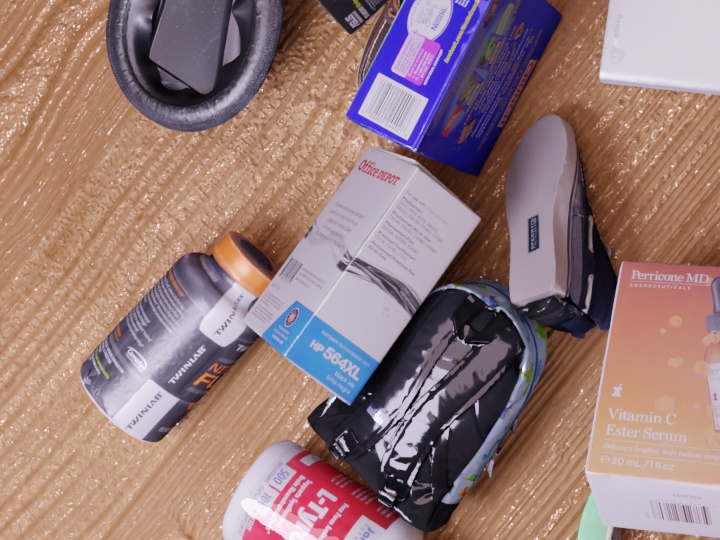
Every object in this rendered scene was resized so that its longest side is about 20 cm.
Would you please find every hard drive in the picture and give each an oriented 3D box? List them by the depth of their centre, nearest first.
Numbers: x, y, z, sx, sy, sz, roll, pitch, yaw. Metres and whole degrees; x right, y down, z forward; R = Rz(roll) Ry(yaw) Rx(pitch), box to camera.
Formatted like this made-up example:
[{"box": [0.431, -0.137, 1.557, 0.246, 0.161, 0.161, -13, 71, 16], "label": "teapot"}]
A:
[{"box": [0.316, -0.221, 1.603, 0.198, 0.026, 0.133, 8, 90, 19], "label": "hard drive"}]

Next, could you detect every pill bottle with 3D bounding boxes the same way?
[{"box": [-0.016, 0.248, 1.648, 0.199, 0.112, 0.113, 30, 97, 18], "label": "pill bottle"}, {"box": [-0.161, 0.057, 1.710, 0.200, 0.106, 0.106, -46, 75, 12], "label": "pill bottle"}]

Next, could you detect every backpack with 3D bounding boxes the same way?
[{"box": [0.076, 0.100, 1.619, 0.163, 0.153, 0.201, 40, 120, 21], "label": "backpack"}]

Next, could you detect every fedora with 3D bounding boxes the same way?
[{"box": [-0.142, -0.231, 1.723, 0.199, 0.091, 0.203, 2, 96, 23], "label": "fedora"}]

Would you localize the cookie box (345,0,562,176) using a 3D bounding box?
[{"box": [0.085, -0.179, 1.588, 0.075, 0.200, 0.172, 29, 96, 19], "label": "cookie box"}]

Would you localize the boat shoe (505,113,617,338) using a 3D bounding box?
[{"box": [0.182, -0.034, 1.623, 0.074, 0.092, 0.202, -19, 53, 42], "label": "boat shoe"}]

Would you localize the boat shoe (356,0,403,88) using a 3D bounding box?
[{"box": [0.053, -0.242, 1.669, 0.072, 0.072, 0.201, 38, 99, 17], "label": "boat shoe"}]

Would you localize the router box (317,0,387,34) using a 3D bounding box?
[{"box": [-0.056, -0.307, 1.641, 0.062, 0.200, 0.150, -41, 76, 6], "label": "router box"}]

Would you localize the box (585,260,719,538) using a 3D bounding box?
[{"box": [0.280, 0.107, 1.515, 0.151, 0.107, 0.202, 3, 61, 19], "label": "box"}]

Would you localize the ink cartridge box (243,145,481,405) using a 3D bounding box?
[{"box": [0.000, 0.000, 1.613, 0.084, 0.146, 0.201, 37, 88, -20], "label": "ink cartridge box"}]

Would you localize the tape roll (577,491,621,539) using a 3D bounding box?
[{"box": [0.288, 0.240, 1.577, 0.198, 0.048, 0.203, -1, 86, 19], "label": "tape roll"}]
